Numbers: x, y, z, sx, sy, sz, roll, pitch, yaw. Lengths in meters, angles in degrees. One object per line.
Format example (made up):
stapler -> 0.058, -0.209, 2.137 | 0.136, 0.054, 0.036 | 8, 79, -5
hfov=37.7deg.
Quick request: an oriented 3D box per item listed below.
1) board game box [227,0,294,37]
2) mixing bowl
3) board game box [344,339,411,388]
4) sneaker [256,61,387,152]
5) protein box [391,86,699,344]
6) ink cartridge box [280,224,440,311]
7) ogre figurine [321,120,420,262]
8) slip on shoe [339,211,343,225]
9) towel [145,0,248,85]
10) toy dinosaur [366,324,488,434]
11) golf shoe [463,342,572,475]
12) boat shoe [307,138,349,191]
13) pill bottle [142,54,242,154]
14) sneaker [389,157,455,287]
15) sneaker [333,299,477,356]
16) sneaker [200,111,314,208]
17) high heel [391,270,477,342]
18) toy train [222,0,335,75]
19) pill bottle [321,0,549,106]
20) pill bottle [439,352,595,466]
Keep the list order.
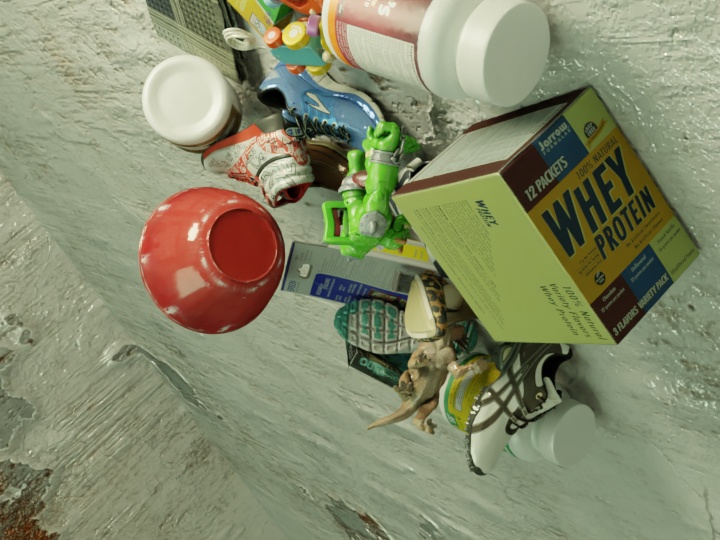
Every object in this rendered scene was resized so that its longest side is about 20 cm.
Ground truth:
board game box -> -0.146, -0.372, 1.179 | 0.200, 0.040, 0.153 | 46, 158, 1
mixing bowl -> -0.172, -0.022, 1.357 | 0.200, 0.200, 0.108 | 52, 150, -13
board game box -> 0.041, 0.127, 1.537 | 0.135, 0.028, 0.200 | 27, -169, -10
sneaker -> -0.045, -0.180, 1.261 | 0.200, 0.089, 0.079 | 35, 157, 27
protein box -> 0.175, -0.045, 1.030 | 0.199, 0.135, 0.200 | 53, 158, -14
ink cartridge box -> 0.000, 0.000, 1.429 | 0.200, 0.047, 0.198 | 15, 158, -4
ogre figurine -> 0.009, -0.080, 1.169 | 0.098, 0.120, 0.200 | 16, 165, -27
slip on shoe -> -0.004, -0.039, 1.482 | 0.060, 0.076, 0.200 | 8, 149, -9
towel -> -0.225, -0.354, 1.381 | 0.200, 0.035, 0.193 | 35, 153, 31
toy dinosaur -> 0.087, 0.133, 1.371 | 0.086, 0.200, 0.136 | 34, -175, -9
golf shoe -> 0.194, 0.165, 1.294 | 0.094, 0.200, 0.078 | 18, 176, 30
boat shoe -> -0.074, -0.137, 1.417 | 0.200, 0.068, 0.072 | 26, 149, 39
pill bottle -> -0.220, -0.217, 1.427 | 0.114, 0.114, 0.200 | 46, -179, 1
sneaker -> 0.114, -0.053, 1.202 | 0.199, 0.079, 0.130 | 53, 168, 11
sneaker -> 0.061, 0.093, 1.478 | 0.200, 0.078, 0.091 | 11, 164, 2
sneaker -> -0.136, -0.127, 1.378 | 0.201, 0.067, 0.108 | -19, 88, 48
high heel -> 0.123, 0.047, 1.266 | 0.142, 0.072, 0.200 | 11, -164, -12
toy train -> -0.066, -0.277, 1.132 | 0.150, 0.056, 0.200 | 24, 164, -20
pill bottle -> 0.067, -0.219, 0.962 | 0.200, 0.110, 0.110 | 27, 151, 40
pill bottle -> 0.209, 0.187, 1.402 | 0.200, 0.113, 0.113 | 19, 146, 48
